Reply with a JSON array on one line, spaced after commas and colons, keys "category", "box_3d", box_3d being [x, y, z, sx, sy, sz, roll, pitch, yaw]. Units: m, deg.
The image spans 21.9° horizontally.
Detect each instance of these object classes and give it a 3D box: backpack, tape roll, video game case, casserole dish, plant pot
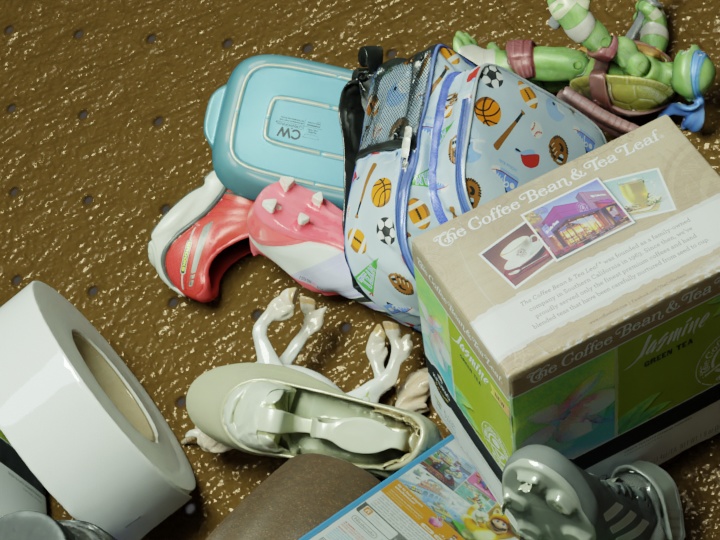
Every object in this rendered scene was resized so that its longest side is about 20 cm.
[{"category": "backpack", "box_3d": [0.080, -0.049, 1.350, 0.154, 0.199, 0.192, -7, 64, 59]}, {"category": "tape roll", "box_3d": [-0.210, 0.108, 1.405, 0.071, 0.203, 0.203, -37, 54, 1]}, {"category": "video game case", "box_3d": [0.063, 0.191, 1.252, 0.143, 0.018, 0.199, 39, 44, 23]}, {"category": "casserole dish", "box_3d": [-0.028, -0.108, 1.483, 0.198, 0.039, 0.123, 12, 81, 1]}, {"category": "plant pot", "box_3d": [-0.050, 0.233, 1.289, 0.185, 0.188, 0.201, 6, 52, 28]}]

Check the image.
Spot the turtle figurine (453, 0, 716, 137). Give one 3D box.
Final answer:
[{"category": "turtle figurine", "box_3d": [0.174, -0.194, 1.430, 0.192, 0.202, 0.144, -6, 26, 27]}]

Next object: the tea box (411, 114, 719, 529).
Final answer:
[{"category": "tea box", "box_3d": [0.155, 0.039, 1.245, 0.198, 0.198, 0.134, -26, 53, -11]}]

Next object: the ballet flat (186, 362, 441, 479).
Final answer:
[{"category": "ballet flat", "box_3d": [-0.038, 0.109, 1.347, 0.198, 0.070, 0.070, 9, 66, 12]}]

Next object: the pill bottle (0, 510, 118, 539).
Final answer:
[{"category": "pill bottle", "box_3d": [-0.194, 0.244, 1.321, 0.111, 0.200, 0.113, -11, 59, 19]}]

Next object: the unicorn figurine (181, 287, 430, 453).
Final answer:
[{"category": "unicorn figurine", "box_3d": [-0.046, 0.090, 1.412, 0.198, 0.074, 0.139, 17, 82, 25]}]

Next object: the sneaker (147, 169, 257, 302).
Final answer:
[{"category": "sneaker", "box_3d": [-0.082, -0.054, 1.527, 0.085, 0.077, 0.200, 42, 86, 17]}]

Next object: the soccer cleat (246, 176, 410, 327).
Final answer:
[{"category": "soccer cleat", "box_3d": [0.000, 0.000, 1.445, 0.199, 0.077, 0.067, 30, 53, 9]}]

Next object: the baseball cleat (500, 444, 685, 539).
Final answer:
[{"category": "baseball cleat", "box_3d": [0.153, 0.151, 1.211, 0.069, 0.201, 0.107, 11, 58, 35]}]

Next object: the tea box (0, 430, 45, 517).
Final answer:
[{"category": "tea box", "box_3d": [-0.352, 0.114, 1.458, 0.132, 0.200, 0.199, -17, 56, 16]}]
